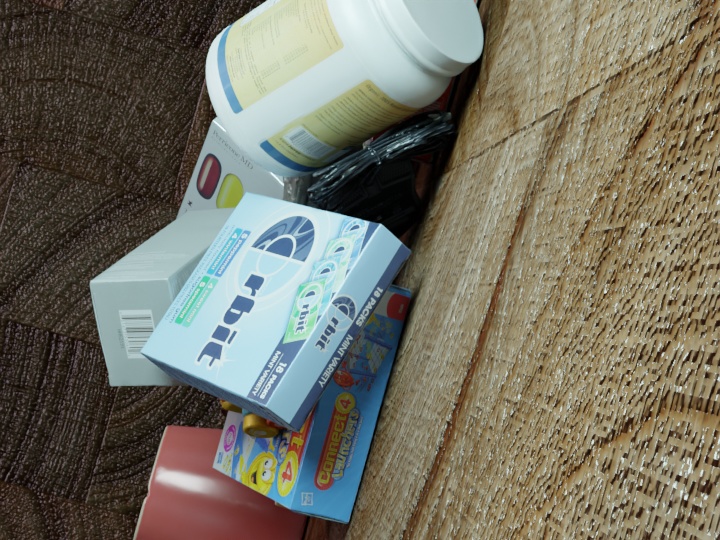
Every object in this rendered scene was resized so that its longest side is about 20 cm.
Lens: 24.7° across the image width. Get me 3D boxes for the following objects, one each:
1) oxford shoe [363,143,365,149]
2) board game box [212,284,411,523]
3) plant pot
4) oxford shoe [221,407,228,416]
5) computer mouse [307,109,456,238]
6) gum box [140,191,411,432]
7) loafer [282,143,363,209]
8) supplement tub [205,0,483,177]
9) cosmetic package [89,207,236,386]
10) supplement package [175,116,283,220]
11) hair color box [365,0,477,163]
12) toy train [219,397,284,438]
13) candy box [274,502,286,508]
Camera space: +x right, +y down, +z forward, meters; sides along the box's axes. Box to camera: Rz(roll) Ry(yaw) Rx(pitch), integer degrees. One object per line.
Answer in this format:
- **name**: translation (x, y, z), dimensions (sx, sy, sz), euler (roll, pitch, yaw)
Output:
- **oxford shoe**: translation (0.014, -0.142, 1.630), dimensions (0.200, 0.070, 0.075), euler (-60, 22, -10)
- **board game box**: translation (-0.046, 0.099, 1.422), dimensions (0.196, 0.056, 0.201), euler (8, 82, 66)
- **plant pot**: translation (-0.153, 0.264, 1.852), dimensions (0.200, 0.177, 0.201), euler (-164, 90, -87)
- **oxford shoe**: translation (-0.105, 0.109, 1.683), dimensions (0.200, 0.070, 0.075), euler (118, 177, -72)
- **computer mouse**: translation (0.009, -0.075, 1.424), dimensions (0.053, 0.138, 0.200), euler (59, 169, 18)
- **gum box**: translation (-0.073, 0.028, 1.342), dimensions (0.200, 0.045, 0.170), euler (17, 70, 52)
- **loafer**: translation (-0.041, -0.049, 1.533), dimensions (0.200, 0.070, 0.070), euler (107, 155, -49)
- **supplement tub**: translation (-0.013, -0.179, 1.362), dimensions (0.200, 0.145, 0.145), euler (-28, 32, 31)
- **cosmetic package**: translation (-0.157, 0.021, 1.510), dimensions (0.200, 0.090, 0.107), euler (-45, -51, -63)
- **supplement package**: translation (-0.106, -0.092, 1.750), dimensions (0.109, 0.114, 0.200), euler (-41, -13, -35)
- **hair color box**: translation (0.061, -0.203, 1.525), dimensions (0.111, 0.064, 0.201), euler (-123, 50, -86)
- **toy train**: translation (-0.093, 0.056, 1.415), dimensions (0.151, 0.055, 0.200), euler (-69, 24, 11)
- **candy box**: translation (-0.040, 0.147, 1.595), dimensions (0.200, 0.055, 0.116), euler (-89, 17, -77)
